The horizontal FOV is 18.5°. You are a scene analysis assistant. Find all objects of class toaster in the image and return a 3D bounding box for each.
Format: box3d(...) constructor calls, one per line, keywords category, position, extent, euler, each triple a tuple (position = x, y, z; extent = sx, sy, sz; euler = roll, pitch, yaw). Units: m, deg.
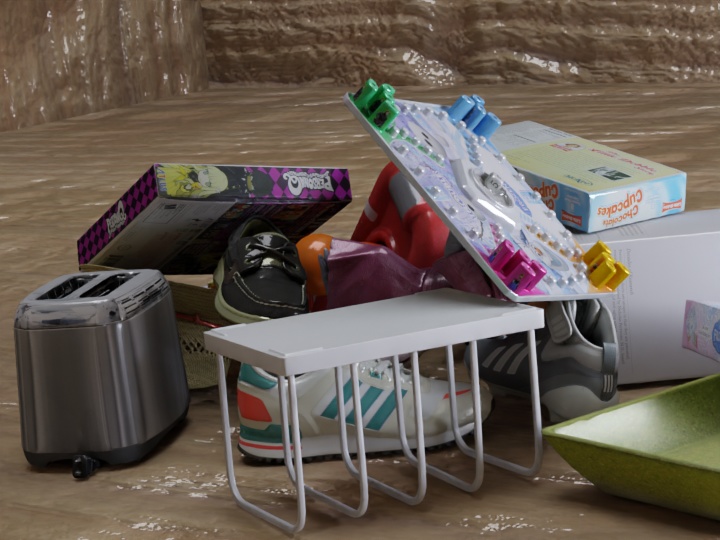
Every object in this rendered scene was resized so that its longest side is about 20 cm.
box3d(category="toaster", position=(-0.208, 0.075, 1.742), extent=(0.113, 0.131, 0.200), euler=(-4, 11, 14))

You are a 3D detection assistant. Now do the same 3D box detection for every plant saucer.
box3d(category="plant saucer", position=(0.258, 0.121, 1.479), extent=(0.199, 0.048, 0.199), euler=(-14, 13, -36))

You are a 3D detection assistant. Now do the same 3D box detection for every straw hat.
box3d(category="straw hat", position=(-0.154, 0.058, 1.900), extent=(0.199, 0.086, 0.201), euler=(12, -6, 1))

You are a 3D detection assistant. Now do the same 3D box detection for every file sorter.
box3d(category="file sorter", position=(0.013, 0.094, 1.539), extent=(0.198, 0.126, 0.139), euler=(-10, 10, -25))

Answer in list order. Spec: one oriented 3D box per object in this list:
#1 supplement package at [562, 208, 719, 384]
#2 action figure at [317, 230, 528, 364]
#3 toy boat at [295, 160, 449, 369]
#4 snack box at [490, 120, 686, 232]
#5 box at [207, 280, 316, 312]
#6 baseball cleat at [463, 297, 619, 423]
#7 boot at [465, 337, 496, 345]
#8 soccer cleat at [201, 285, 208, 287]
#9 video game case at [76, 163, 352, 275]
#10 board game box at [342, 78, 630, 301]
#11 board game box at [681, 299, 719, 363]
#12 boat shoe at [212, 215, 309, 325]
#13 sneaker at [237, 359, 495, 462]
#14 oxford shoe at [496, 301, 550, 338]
box3d(category="supplement package", position=(0.267, 0.019, 1.815), extent=(0.198, 0.121, 0.121), euler=(-5, 9, 2))
box3d(category="action figure", position=(0.061, 0.023, 1.698), extent=(0.198, 0.150, 0.134), euler=(-3, -20, 31))
box3d(category="toy boat", position=(0.000, 0.000, 1.848), extent=(0.130, 0.201, 0.131), euler=(5, 40, -25))
box3d(category="snack box", position=(0.167, -0.082, 1.885), extent=(0.115, 0.037, 0.199), euler=(-13, 23, -36))
box3d(category="box", position=(-0.039, 0.039, 2.001), extent=(0.198, 0.076, 0.050), euler=(1, 12, 25))
box3d(category="baseball cleat", position=(0.147, 0.058, 1.711), extent=(0.069, 0.108, 0.200), euler=(4, 10, -29))
box3d(category="boot", position=(0.143, 0.017, 1.988), extent=(0.199, 0.073, 0.151), euler=(28, 31, -13))
box3d(category="soccer cleat", position=(-0.165, 0.046, 2.101), extent=(0.198, 0.067, 0.077), euler=(-14, -19, -13))
box3d(category="video game case", position=(-0.129, -0.042, 1.906), extent=(0.180, 0.036, 0.200), euler=(0, -18, -26))
box3d(category="board game box", position=(0.098, -0.060, 1.638), extent=(0.026, 0.200, 0.200), euler=(-46, -20, 20))
box3d(category="board game box", position=(0.356, 0.055, 1.635), extent=(0.198, 0.044, 0.199), euler=(5, 2, -5))
box3d(category="boat shoe", position=(-0.079, 0.001, 1.764), extent=(0.071, 0.067, 0.201), euler=(10, 11, -12))
box3d(category="sneaker", position=(0.001, 0.087, 1.665), extent=(0.198, 0.094, 0.070), euler=(-6, 11, 0))
box3d(category="oxford shoe", position=(0.138, 0.003, 1.876), extent=(0.071, 0.071, 0.201), euler=(15, 39, -31))
